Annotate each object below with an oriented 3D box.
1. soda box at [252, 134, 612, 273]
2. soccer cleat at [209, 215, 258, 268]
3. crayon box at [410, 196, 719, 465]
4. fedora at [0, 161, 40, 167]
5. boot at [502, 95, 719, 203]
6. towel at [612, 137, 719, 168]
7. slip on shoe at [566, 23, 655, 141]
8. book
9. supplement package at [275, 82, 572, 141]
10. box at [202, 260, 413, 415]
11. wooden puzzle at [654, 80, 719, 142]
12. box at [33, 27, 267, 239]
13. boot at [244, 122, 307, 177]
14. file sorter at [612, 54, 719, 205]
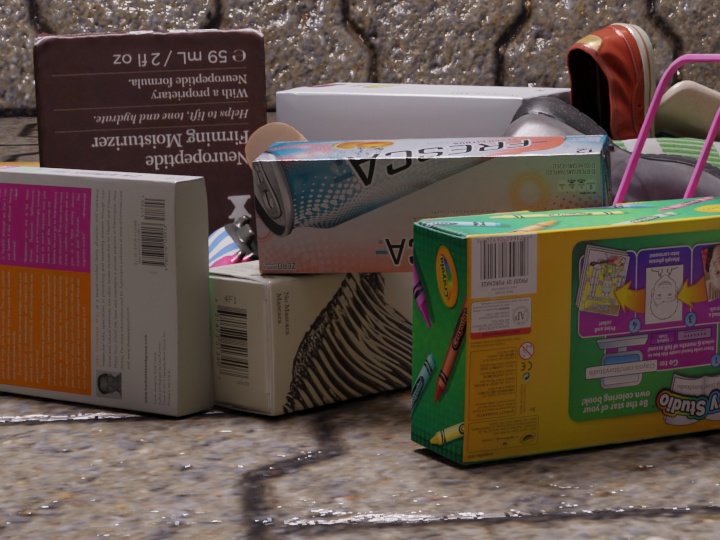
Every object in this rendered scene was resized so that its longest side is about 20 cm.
[{"bbox_3d":[0.042,-0.038,1.224,0.198,0.069,0.064,-1,13,10],"label":"soda box"},{"bbox_3d":[-0.085,0.027,1.389,0.070,0.086,0.200,43,7,-11],"label":"soccer cleat"},{"bbox_3d":[0.126,0.029,1.153,0.199,0.120,0.058,-5,12,-27],"label":"crayon box"},{"bbox_3d":[-0.260,-0.051,1.822,0.199,0.083,0.201,0,2,0],"label":"fedora"},{"bbox_3d":[0.170,-0.033,1.441,0.199,0.070,0.132,22,33,7],"label":"boot"},{"bbox_3d":[0.212,-0.028,1.531,0.199,0.153,0.023,-5,-31,-27],"label":"towel"},{"bbox_3d":[0.184,-0.080,1.604,0.061,0.202,0.074,-9,9,-31],"label":"slip on shoe"},{"bbox_3d":[-0.174,0.007,1.280,0.199,0.135,0.048,6,11,37],"label":"book"},{"bbox_3d":[0.048,-0.059,1.623,0.199,0.157,0.111,3,10,24],"label":"supplement package"},{"bbox_3d":[-0.002,0.030,1.297,0.199,0.083,0.068,-11,12,-43],"label":"box"},{"bbox_3d":[0.264,-0.064,1.692,0.184,0.047,0.200,20,-26,-20],"label":"wooden puzzle"},{"bbox_3d":[-0.152,-0.076,1.592,0.165,0.202,0.164,-3,7,-7],"label":"box"},{"bbox_3d":[0.000,0.000,1.484,0.073,0.201,0.155,-30,-31,1],"label":"boot"},{"bbox_3d":[0.275,-0.038,1.327,0.199,0.126,0.139,23,-2,-24],"label":"file sorter"}]
